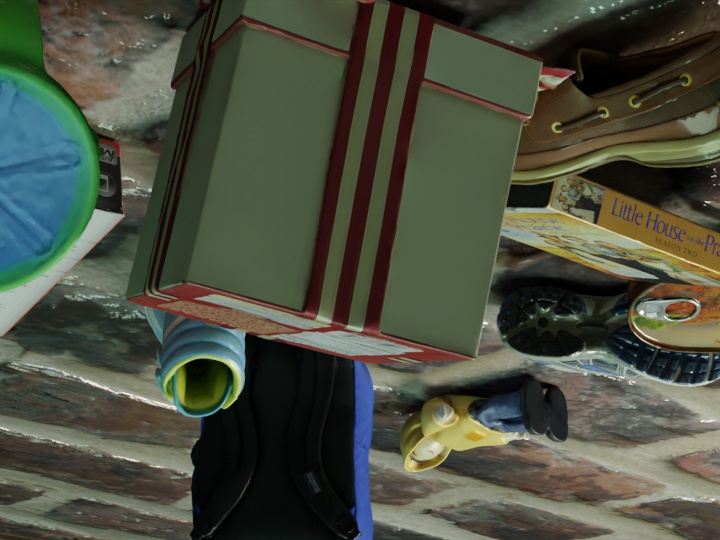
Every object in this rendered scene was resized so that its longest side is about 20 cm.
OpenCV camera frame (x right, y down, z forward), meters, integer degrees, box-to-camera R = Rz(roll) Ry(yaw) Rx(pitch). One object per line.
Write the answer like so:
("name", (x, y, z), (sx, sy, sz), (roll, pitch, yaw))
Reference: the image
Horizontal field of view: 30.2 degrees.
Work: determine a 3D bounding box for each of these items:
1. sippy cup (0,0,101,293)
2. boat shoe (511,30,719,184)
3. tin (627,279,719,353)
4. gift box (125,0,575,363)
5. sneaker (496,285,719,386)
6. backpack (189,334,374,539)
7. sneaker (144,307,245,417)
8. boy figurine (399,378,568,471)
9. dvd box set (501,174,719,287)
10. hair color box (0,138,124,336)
("sippy cup", (-0.223, -0.074, 0.735), (0.177, 0.130, 0.140), (-38, 127, -2))
("boat shoe", (0.130, -0.098, 0.772), (0.199, 0.072, 0.068), (-4, 124, 36))
("tin", (0.304, 0.022, 1.028), (0.198, 0.042, 0.112), (2, 141, 1))
("gift box", (-0.007, -0.057, 0.709), (0.183, 0.189, 0.200), (16, 169, -24))
("sneaker", (0.210, 0.054, 1.117), (0.198, 0.078, 0.085), (11, 167, 1))
("backpack", (-0.067, 0.156, 1.214), (0.161, 0.202, 0.168), (-2, 166, 7))
("sneaker", (-0.141, 0.067, 1.097), (0.079, 0.132, 0.200), (7, 157, -12))
("boy figurine", (0.110, 0.159, 1.370), (0.199, 0.065, 0.124), (-20, 151, 37))
("dvd box set", (0.158, -0.028, 0.904), (0.199, 0.030, 0.146), (18, 174, -32))
("hair color box", (-0.255, -0.027, 0.932), (0.101, 0.062, 0.200), (14, 146, -36))
